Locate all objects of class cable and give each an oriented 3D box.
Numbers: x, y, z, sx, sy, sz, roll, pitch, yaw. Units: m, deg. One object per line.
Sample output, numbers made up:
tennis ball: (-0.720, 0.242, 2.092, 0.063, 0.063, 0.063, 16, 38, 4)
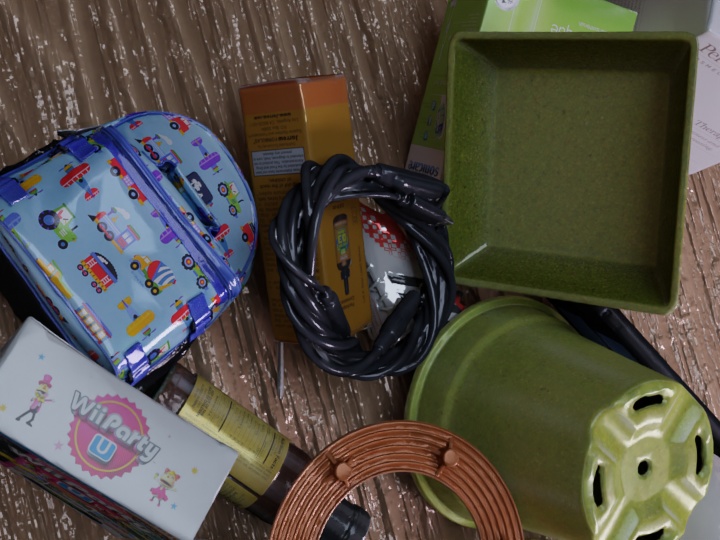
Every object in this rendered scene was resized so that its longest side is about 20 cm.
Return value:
cable: (0.000, 0.000, 0.755, 0.199, 0.050, 0.166, 5, 95, -50)

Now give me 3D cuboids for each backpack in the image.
backpack: (-0.156, -0.027, 0.730, 0.199, 0.134, 0.184, -36, 97, -30)

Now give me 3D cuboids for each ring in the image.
ring: (0.030, 0.206, 0.699, 0.197, 0.019, 0.204, 2, 84, -20)

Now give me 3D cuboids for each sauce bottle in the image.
sauce bottle: (-0.080, 0.150, 0.768, 0.199, 0.065, 0.065, 40, 65, -15)

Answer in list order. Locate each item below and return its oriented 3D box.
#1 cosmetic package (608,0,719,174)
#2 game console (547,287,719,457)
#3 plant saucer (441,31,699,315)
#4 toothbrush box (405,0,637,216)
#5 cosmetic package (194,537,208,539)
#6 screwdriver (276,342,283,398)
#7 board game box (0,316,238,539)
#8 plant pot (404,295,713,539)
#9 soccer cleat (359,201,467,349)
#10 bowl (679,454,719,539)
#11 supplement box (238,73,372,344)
cosmetic package: (0.335, -0.223, 0.973, 0.166, 0.200, 0.168, 24, 70, -19)
game console: (0.234, 0.076, 0.880, 0.031, 0.177, 0.200, -44, 101, 4)
plant saucer: (0.161, -0.081, 0.786, 0.048, 0.197, 0.203, -14, 109, -55)
toothbrush box: (0.136, -0.147, 0.885, 0.144, 0.086, 0.203, 13, 97, -22)
cosmetic package: (-0.057, 0.246, 0.732, 0.198, 0.113, 0.082, 18, 73, -24)
screwdriver: (-0.061, 0.002, 0.827, 0.029, 0.028, 0.203, -6, 79, 2)
board game box: (-0.180, 0.109, 0.649, 0.147, 0.200, 0.065, 36, 65, -14)
plant pot: (0.164, 0.132, 0.794, 0.198, 0.184, 0.204, -4, 98, -29)
soccer cleat: (0.023, 0.017, 0.845, 0.200, 0.068, 0.086, 45, 60, -16)
bowl: (0.344, 0.220, 0.905, 0.199, 0.090, 0.203, 25, 46, -29)
supplement box: (-0.041, -0.047, 0.787, 0.066, 0.068, 0.203, -21, 106, -55)
